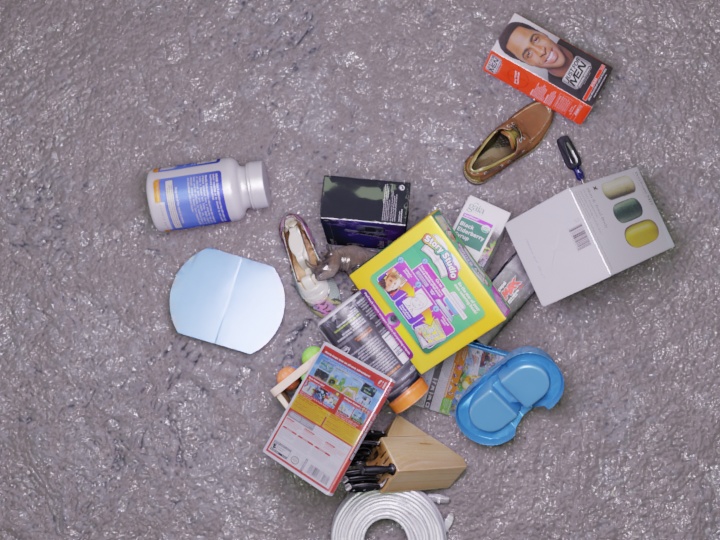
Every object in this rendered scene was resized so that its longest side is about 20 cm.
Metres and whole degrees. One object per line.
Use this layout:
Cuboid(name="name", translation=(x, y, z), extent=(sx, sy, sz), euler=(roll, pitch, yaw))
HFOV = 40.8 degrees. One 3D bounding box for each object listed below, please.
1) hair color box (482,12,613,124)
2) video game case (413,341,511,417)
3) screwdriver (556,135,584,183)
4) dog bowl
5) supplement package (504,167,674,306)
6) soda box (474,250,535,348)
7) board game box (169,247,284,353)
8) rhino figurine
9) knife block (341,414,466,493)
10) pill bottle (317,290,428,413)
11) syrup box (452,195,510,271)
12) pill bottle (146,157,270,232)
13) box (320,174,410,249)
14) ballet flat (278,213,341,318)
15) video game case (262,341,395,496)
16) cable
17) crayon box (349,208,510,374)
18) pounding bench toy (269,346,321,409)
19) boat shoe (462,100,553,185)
Cuboid(name="hair color box", translation=(0.326, -0.352, 1.689), extent=(0.199, 0.061, 0.102), euler=(30, 65, 5))
Cuboid(name="video game case", translation=(0.159, 0.182, 1.652), extent=(0.199, 0.018, 0.144), euler=(16, 113, 4))
Cuboid(name="screwdriver", translation=(0.395, -0.145, 1.702), extent=(0.028, 0.029, 0.201), euler=(-23, 88, -1))
Cuboid(name="dog bowl", translation=(0.247, 0.204, 1.609), extent=(0.111, 0.050, 0.200), euler=(44, 112, -9))
Cuboid(name="supplement package", translation=(0.376, -0.057, 1.583), extent=(0.199, 0.150, 0.152), euler=(-18, 82, -42))
Cuboid(name="soda box", translation=(0.252, 0.038, 1.668), extent=(0.071, 0.063, 0.200), euler=(41, 87, 5))
Cuboid(name="board game box", translation=(-0.232, 0.054, 1.700), extent=(0.199, 0.039, 0.159), euler=(16, 81, -2))
Cuboid(name="rhino figurine", translation=(0.000, 0.000, 1.665), extent=(0.199, 0.060, 0.088), euler=(10, 72, -13))
Cuboid(name="knife block", translation=(0.062, 0.329, 1.588), extent=(0.200, 0.176, 0.064), euler=(34, 123, 0))
Cuboid(name="pill bottle", translation=(0.027, 0.137, 1.598), extent=(0.106, 0.106, 0.200), euler=(-37, 90, -1))
Cuboid(name="syrup box", translation=(0.176, -0.019, 1.637), extent=(0.078, 0.082, 0.201), euler=(25, 69, 11))
Cuboid(name="pill bottle", translation=(-0.261, -0.135, 1.680), extent=(0.199, 0.112, 0.113), euler=(-8, 85, 1))
Cuboid(name="box", translation=(0.010, -0.093, 1.619), extent=(0.140, 0.200, 0.079), euler=(8, 80, 4))
Cuboid(name="ballet flat", translation=(-0.094, -0.007, 1.682), extent=(0.069, 0.071, 0.201), euler=(-23, 85, 6))
Cuboid(name="video game case", translation=(-0.050, 0.228, 1.503), extent=(0.143, 0.017, 0.201), euler=(26, 83, 33))
Cuboid(name="cable", translation=(0.047, 0.457, 1.635), extent=(0.199, 0.069, 0.201), euler=(16, 86, 3))
Cuboid(name="crayon box", translation=(0.110, 0.035, 1.540), extent=(0.172, 0.058, 0.200), euler=(-36, 91, 21))
Cuboid(name="pounding bench toy", translation=(-0.063, 0.208, 1.597), extent=(0.124, 0.200, 0.156), euler=(-38, 85, -1))
Cuboid(name="boat shoe", translation=(0.265, -0.225, 1.689), extent=(0.200, 0.068, 0.072), euler=(-45, 82, -4))
